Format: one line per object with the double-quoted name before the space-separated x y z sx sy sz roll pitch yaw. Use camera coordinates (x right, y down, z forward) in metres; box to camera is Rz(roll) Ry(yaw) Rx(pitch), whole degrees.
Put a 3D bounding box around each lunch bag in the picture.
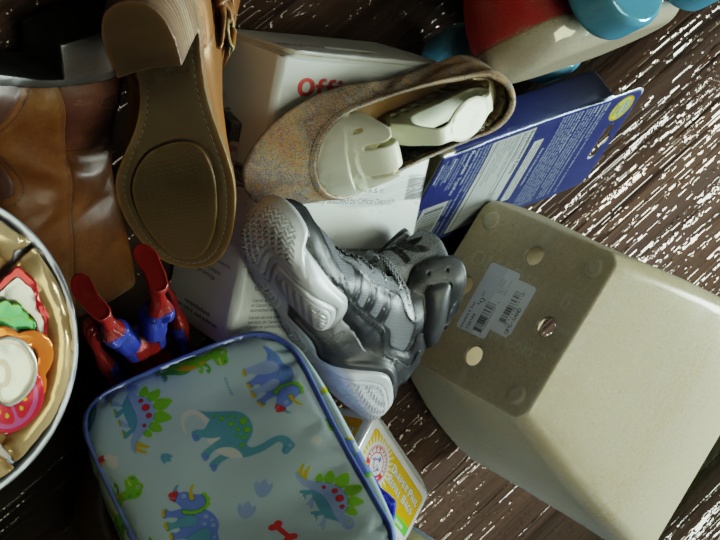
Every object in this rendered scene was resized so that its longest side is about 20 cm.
"lunch bag" -0.071 0.144 1.122 0.160 0.200 0.083 -24 148 -12

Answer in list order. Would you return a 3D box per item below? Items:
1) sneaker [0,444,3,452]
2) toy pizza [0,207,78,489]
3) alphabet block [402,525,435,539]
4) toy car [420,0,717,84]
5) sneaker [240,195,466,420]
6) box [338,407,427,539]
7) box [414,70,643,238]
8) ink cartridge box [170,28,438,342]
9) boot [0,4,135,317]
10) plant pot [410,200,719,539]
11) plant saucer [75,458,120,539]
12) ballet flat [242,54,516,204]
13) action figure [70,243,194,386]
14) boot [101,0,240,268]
"sneaker" -0.290 0.108 1.079 0.200 0.077 0.085 -39 125 -22
"toy pizza" -0.255 0.051 1.033 0.199 0.032 0.202 -6 104 -25
"alphabet block" 0.005 0.311 1.343 0.200 0.195 0.197 -46 130 -17
"toy car" 0.122 -0.240 1.248 0.176 0.184 0.201 -23 91 -41
"sneaker" 0.000 0.000 1.167 0.114 0.075 0.200 -43 137 -17
"box" -0.054 0.199 1.260 0.201 0.112 0.102 -60 138 -29
"box" 0.109 -0.082 1.329 0.199 0.032 0.121 -20 154 -33
"ink cartridge box" -0.036 -0.056 1.218 0.144 0.084 0.201 0 110 -40
"boot" -0.225 -0.047 1.092 0.188 0.068 0.201 -26 133 -36
"plant pot" 0.150 0.061 1.342 0.177 0.200 0.200 37 84 -47
"plant saucer" -0.089 0.151 1.188 0.200 0.200 0.035 -38 158 -22
"ballet flat" 0.018 -0.089 1.146 0.199 0.067 0.068 -28 124 -28
"action figure" -0.139 0.039 1.142 0.065 0.052 0.200 -31 160 -12
"boot" -0.102 -0.118 1.107 0.155 0.073 0.201 -77 165 -54
